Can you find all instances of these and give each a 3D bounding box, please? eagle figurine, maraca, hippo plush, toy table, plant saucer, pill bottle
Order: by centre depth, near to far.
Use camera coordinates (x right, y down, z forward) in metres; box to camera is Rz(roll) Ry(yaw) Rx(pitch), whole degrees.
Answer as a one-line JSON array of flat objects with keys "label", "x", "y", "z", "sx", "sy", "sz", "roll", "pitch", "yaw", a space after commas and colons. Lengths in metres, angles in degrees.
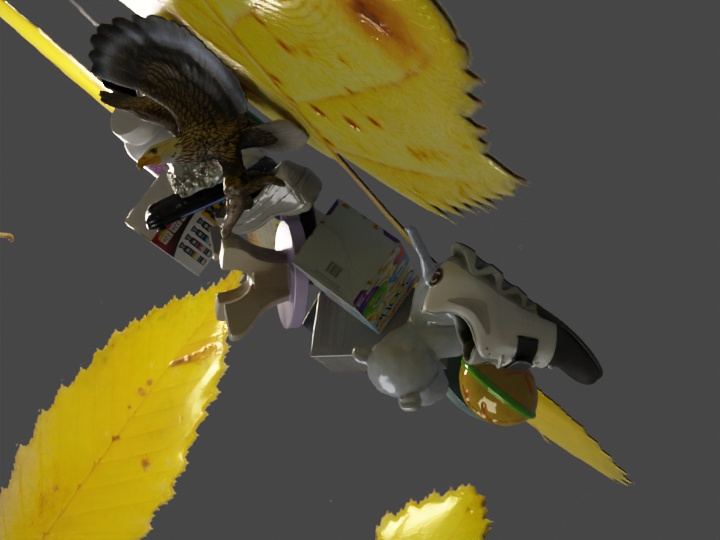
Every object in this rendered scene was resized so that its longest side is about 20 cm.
[{"label": "eagle figurine", "x": -0.167, "y": -0.146, "z": 0.849, "sx": 0.201, "sy": 0.151, "sz": 0.151, "roll": 55, "pitch": -154, "yaw": 8}, {"label": "hippo plush", "x": 0.092, "y": 0.086, "z": 0.959, "sx": 0.159, "sy": 0.161, "sz": 0.200, "roll": 35, "pitch": 175, "yaw": 27}, {"label": "toy table", "x": -0.144, "y": 0.013, "z": 1.233, "sx": 0.201, "sy": 0.116, "sz": 0.185, "roll": 99, "pitch": 158, "yaw": -43}, {"label": "maraca", "x": 0.208, "y": 0.175, "z": 1.347, "sx": 0.137, "sy": 0.107, "sz": 0.200, "roll": 39, "pitch": -177, "yaw": -10}, {"label": "plant saucer", "x": 0.174, "y": 0.179, "z": 1.444, "sx": 0.200, "sy": 0.039, "sz": 0.202, "roll": 34, "pitch": -150, "yaw": -22}, {"label": "pill bottle", "x": -0.330, "y": -0.215, "z": 1.483, "sx": 0.112, "sy": 0.113, "sz": 0.200, "roll": 33, "pitch": 175, "yaw": 35}]

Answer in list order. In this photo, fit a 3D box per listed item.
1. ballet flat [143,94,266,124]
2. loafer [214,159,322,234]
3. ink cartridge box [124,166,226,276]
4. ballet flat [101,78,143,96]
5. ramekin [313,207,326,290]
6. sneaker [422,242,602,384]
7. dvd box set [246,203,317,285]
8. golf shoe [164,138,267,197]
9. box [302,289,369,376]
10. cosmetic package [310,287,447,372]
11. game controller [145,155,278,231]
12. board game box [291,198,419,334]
[{"label": "ballet flat", "x": -0.184, "y": -0.182, "z": 0.969, "sx": 0.199, "sy": 0.067, "sz": 0.068, "roll": 37, "pitch": 176, "yaw": -7}, {"label": "loafer", "x": -0.129, "y": -0.097, "z": 1.102, "sx": 0.199, "sy": 0.070, "sz": 0.070, "roll": -17, "pitch": 130, "yaw": 46}, {"label": "ink cartridge box", "x": -0.251, "y": -0.105, "z": 1.421, "sx": 0.084, "sy": 0.201, "sz": 0.176, "roll": 32, "pitch": 174, "yaw": 35}, {"label": "ballet flat", "x": -0.327, "y": -0.259, "z": 1.259, "sx": 0.200, "sy": 0.056, "sz": 0.067, "roll": 32, "pitch": 133, "yaw": 57}, {"label": "ramekin", "x": -0.041, "y": -0.012, "z": 1.431, "sx": 0.202, "sy": 0.095, "sz": 0.202, "roll": 36, "pitch": 175, "yaw": 4}, {"label": "sneaker", "x": 0.144, "y": 0.066, "z": 0.848, "sx": 0.199, "sy": 0.089, "sz": 0.074, "roll": 36, "pitch": 174, "yaw": -10}, {"label": "dvd box set", "x": -0.127, "y": -0.079, "z": 1.329, "sx": 0.200, "sy": 0.029, "sz": 0.148, "roll": 31, "pitch": 136, "yaw": 49}, {"label": "golf shoe", "x": -0.191, "y": -0.142, "z": 1.133, "sx": 0.199, "sy": 0.097, "sz": 0.079, "roll": 9, "pitch": 113, "yaw": 55}, {"label": "box", "x": 0.021, "y": 0.090, "z": 1.550, "sx": 0.199, "sy": 0.149, "sz": 0.107, "roll": 33, "pitch": -174, "yaw": 35}, {"label": "cosmetic package", "x": 0.032, "y": 0.090, "z": 1.302, "sx": 0.198, "sy": 0.108, "sz": 0.090, "roll": -2, "pitch": 156, "yaw": 26}, {"label": "game controller", "x": -0.203, "y": -0.104, "z": 1.209, "sx": 0.104, "sy": 0.198, "sz": 0.042, "roll": 120, "pitch": 126, "yaw": -84}, {"label": "board game box", "x": 0.000, "y": 0.000, "z": 1.169, "sx": 0.105, "sy": 0.103, "sz": 0.200, "roll": 35, "pitch": 175, "yaw": 16}]
